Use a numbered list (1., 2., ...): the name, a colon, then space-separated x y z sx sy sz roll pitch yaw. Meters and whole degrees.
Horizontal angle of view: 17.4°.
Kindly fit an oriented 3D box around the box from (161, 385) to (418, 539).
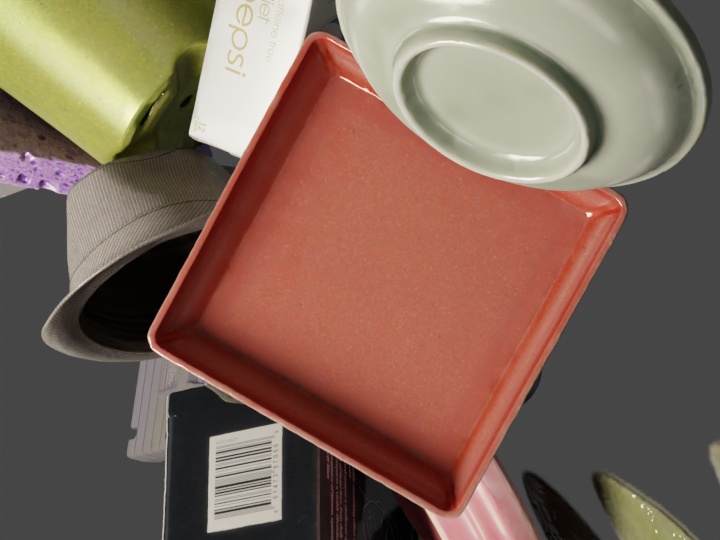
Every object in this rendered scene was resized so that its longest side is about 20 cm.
1. box: -0.040 0.178 1.503 0.200 0.107 0.149 57 -155 -50

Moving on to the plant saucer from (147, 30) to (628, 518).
1. plant saucer: 0.015 0.002 1.290 0.200 0.200 0.037 29 -175 8

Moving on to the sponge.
1. sponge: -0.198 -0.088 1.611 0.112 0.199 0.030 -111 37 -56

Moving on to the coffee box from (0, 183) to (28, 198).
1. coffee box: -0.294 -0.158 1.756 0.198 0.200 0.200 2 113 63

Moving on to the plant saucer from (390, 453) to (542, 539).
1. plant saucer: 0.048 0.125 1.443 0.201 0.051 0.201 57 173 11

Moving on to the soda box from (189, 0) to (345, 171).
1. soda box: -0.035 -0.161 1.317 0.064 0.068 0.200 24 112 25

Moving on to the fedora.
1. fedora: -0.129 -0.019 1.520 0.177 0.200 0.090 -39 64 26

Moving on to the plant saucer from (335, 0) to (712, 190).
1. plant saucer: 0.072 -0.095 1.166 0.200 0.050 0.200 20 149 13

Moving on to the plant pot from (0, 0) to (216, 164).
1. plant pot: -0.170 -0.163 1.558 0.184 0.200 0.201 44 149 17

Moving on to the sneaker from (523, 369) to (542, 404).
1. sneaker: 0.048 -0.010 1.406 0.200 0.070 0.082 63 -178 -2

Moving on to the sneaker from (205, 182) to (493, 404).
1. sneaker: 0.000 -0.001 1.337 0.200 0.104 0.060 -64 4 10

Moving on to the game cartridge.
1. game cartridge: -0.121 0.033 1.668 0.130 0.038 0.201 -15 66 63
